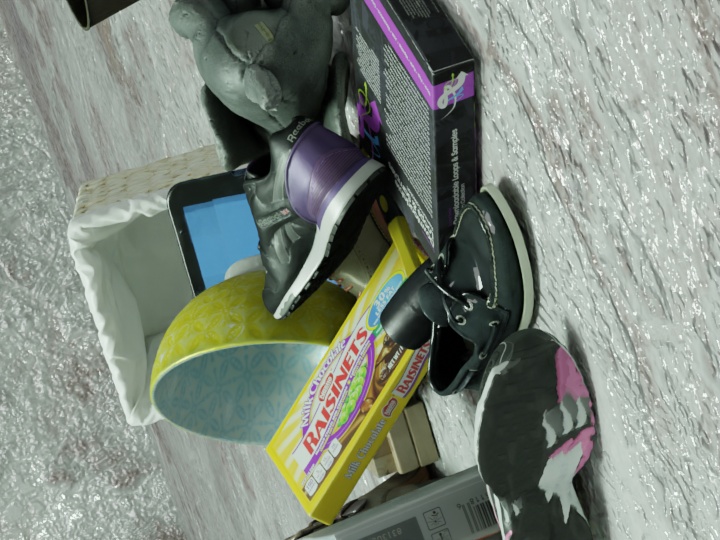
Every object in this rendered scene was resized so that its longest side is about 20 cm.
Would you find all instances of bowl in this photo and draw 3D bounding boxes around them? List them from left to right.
[{"bbox_3d":[-0.068,0.052,1.883,0.201,0.198,0.108,96,173,-62],"label":"bowl"}]

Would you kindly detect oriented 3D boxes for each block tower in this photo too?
[{"bbox_3d":[0.005,0.123,2.024,0.200,0.054,0.058,-155,47,-71],"label":"block tower"}]

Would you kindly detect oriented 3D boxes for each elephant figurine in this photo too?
[{"bbox_3d":[-0.054,-0.133,1.769,0.141,0.155,0.201,26,151,31],"label":"elephant figurine"}]

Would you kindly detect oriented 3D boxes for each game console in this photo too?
[{"bbox_3d":[-0.059,0.017,1.957,0.171,0.118,0.201,26,135,63],"label":"game console"}]

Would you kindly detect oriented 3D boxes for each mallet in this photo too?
[{"bbox_3d":[0.022,-0.022,1.717,0.066,0.041,0.200,-54,35,20],"label":"mallet"}]

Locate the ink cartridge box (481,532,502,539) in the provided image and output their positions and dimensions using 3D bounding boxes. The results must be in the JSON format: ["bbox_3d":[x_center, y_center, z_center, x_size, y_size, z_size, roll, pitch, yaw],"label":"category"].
[{"bbox_3d":[0.086,0.301,1.721,0.083,0.144,0.201,-4,110,36],"label":"ink cartridge box"}]

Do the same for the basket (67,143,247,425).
[{"bbox_3d":[-0.142,0.000,2.093,0.161,0.197,0.201,-113,7,-70],"label":"basket"}]

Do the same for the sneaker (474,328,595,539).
[{"bbox_3d":[0.106,0.115,1.561,0.087,0.080,0.201,-110,14,-52],"label":"sneaker"}]

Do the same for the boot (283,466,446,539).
[{"bbox_3d":[0.002,0.213,1.961,0.200,0.145,0.071,135,112,-76],"label":"boot"}]

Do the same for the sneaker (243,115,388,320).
[{"bbox_3d":[-0.046,-0.045,1.713,0.087,0.076,0.200,40,145,8],"label":"sneaker"}]

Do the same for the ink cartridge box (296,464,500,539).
[{"bbox_3d":[0.040,0.187,1.733,0.200,0.161,0.050,134,114,-76],"label":"ink cartridge box"}]

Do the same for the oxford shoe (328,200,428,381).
[{"bbox_3d":[0.000,0.000,1.817,0.071,0.073,0.201,113,134,-68],"label":"oxford shoe"}]

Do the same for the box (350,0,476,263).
[{"bbox_3d":[0.036,-0.112,1.597,0.201,0.036,0.143,88,159,-50],"label":"box"}]

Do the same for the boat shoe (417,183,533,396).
[{"bbox_3d":[0.070,0.020,1.578,0.200,0.066,0.075,93,154,-59],"label":"boat shoe"}]

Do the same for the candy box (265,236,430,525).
[{"bbox_3d":[0.003,0.078,1.742,0.201,0.026,0.102,-59,30,11],"label":"candy box"}]

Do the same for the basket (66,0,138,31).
[{"bbox_3d":[-0.127,-0.283,1.647,0.136,0.199,0.182,176,76,-77],"label":"basket"}]
